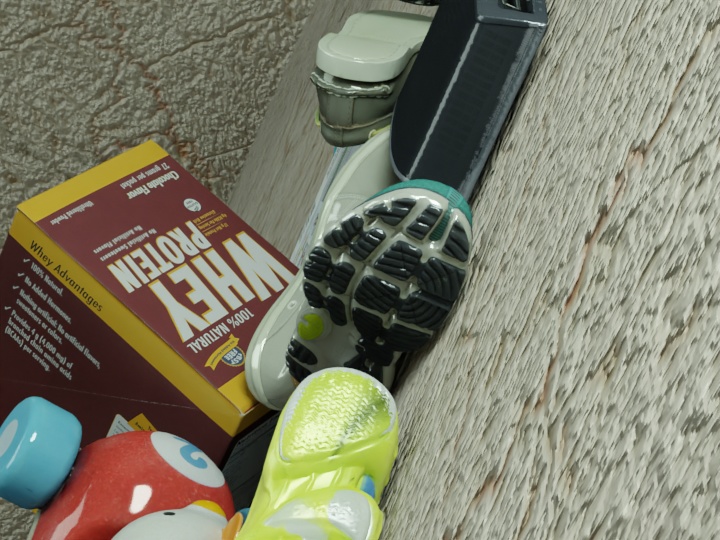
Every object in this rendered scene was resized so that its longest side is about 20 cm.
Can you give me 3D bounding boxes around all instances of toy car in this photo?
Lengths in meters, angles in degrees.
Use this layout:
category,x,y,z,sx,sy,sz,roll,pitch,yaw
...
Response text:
category,x,y,z,sx,sy,sz,roll,pitch,yaw
toy car,-0.104,0.162,1.084,0.200,0.184,0.178,-22,43,56

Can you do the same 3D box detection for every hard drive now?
category,x,y,z,sx,sy,sz,roll,pitch,yaw
hard drive,0.058,-0.112,1.135,0.200,0.042,0.135,-90,23,-71

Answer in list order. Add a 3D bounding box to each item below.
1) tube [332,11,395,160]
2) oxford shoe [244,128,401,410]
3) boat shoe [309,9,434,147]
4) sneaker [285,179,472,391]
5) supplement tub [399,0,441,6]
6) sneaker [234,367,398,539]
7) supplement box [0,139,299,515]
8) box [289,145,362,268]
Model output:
category,x,y,z,sx,sy,sz,roll,pitch,yaw
tube,0.003,-0.122,1.568,0.200,0.050,0.078,115,178,-57
oxford shoe,0.000,0.000,1.196,0.058,0.075,0.200,3,53,40
boat shoe,0.016,-0.128,1.305,0.202,0.072,0.061,-41,-39,-66
sneaker,0.010,0.001,1.056,0.080,0.077,0.200,-62,3,-31
supplement tub,0.061,-0.270,1.268,0.200,0.122,0.123,123,167,-54
sneaker,-0.032,0.150,0.967,0.105,0.075,0.201,101,-167,-59
supplement box,-0.139,0.067,1.294,0.133,0.197,0.200,-33,-22,-48
box,-0.008,-0.033,1.394,0.200,0.041,0.157,-98,31,-78
